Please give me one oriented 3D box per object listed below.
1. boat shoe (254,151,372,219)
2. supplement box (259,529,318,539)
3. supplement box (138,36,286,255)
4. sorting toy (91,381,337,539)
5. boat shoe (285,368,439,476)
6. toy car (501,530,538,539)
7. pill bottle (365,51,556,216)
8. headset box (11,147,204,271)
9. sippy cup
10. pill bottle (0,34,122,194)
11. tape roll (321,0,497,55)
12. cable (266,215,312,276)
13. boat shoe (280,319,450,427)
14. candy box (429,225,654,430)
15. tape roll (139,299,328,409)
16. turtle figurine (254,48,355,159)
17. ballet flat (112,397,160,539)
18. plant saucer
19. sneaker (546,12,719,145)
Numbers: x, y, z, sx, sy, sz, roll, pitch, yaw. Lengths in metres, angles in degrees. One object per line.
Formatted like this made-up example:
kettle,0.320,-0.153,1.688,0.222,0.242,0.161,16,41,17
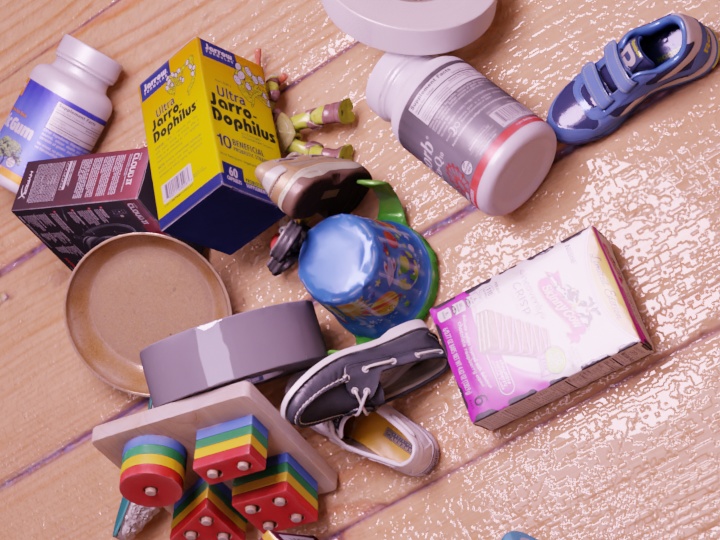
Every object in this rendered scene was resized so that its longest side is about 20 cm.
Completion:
boat shoe,-0.051,-0.102,1.644,0.076,0.200,0.072,35,102,17
supplement box,-0.108,0.382,1.612,0.086,0.110,0.201,42,98,28
supplement box,-0.165,-0.139,1.697,0.109,0.108,0.202,-33,56,32
sorting toy,-0.156,0.223,1.617,0.197,0.200,0.070,-18,47,21
boat shoe,-0.009,0.161,1.638,0.199,0.070,0.071,30,92,28
toy car,0.184,0.394,1.465,0.198,0.177,0.186,28,105,0
pill bottle,0.105,-0.159,1.631,0.200,0.116,0.116,41,97,28
headset box,-0.283,-0.067,1.775,0.198,0.149,0.078,-5,56,26
sippy cup,0.000,0.000,1.638,0.139,0.130,0.179,-31,67,17
pill bottle,-0.378,-0.186,1.879,0.111,0.112,0.202,28,91,29
tape roll,0.054,-0.316,1.671,0.200,0.037,0.204,3,48,-3
cable,-0.088,-0.033,1.667,0.050,0.200,0.097,41,102,3
boat shoe,0.009,0.116,1.589,0.199,0.076,0.060,-29,56,-25
candy box,0.187,0.062,1.570,0.199,0.061,0.138,-28,67,17
tape roll,-0.137,0.093,1.639,0.198,0.200,0.067,-21,82,21
turtle figurine,-0.087,-0.168,1.757,0.159,0.064,0.203,1,78,26
ballet flat,-0.231,0.221,1.738,0.071,0.072,0.202,16,91,28
plant saucer,-0.244,0.047,1.756,0.197,0.035,0.203,1,109,4
sneaker,0.274,-0.205,1.578,0.199,0.082,0.075,-33,67,18
